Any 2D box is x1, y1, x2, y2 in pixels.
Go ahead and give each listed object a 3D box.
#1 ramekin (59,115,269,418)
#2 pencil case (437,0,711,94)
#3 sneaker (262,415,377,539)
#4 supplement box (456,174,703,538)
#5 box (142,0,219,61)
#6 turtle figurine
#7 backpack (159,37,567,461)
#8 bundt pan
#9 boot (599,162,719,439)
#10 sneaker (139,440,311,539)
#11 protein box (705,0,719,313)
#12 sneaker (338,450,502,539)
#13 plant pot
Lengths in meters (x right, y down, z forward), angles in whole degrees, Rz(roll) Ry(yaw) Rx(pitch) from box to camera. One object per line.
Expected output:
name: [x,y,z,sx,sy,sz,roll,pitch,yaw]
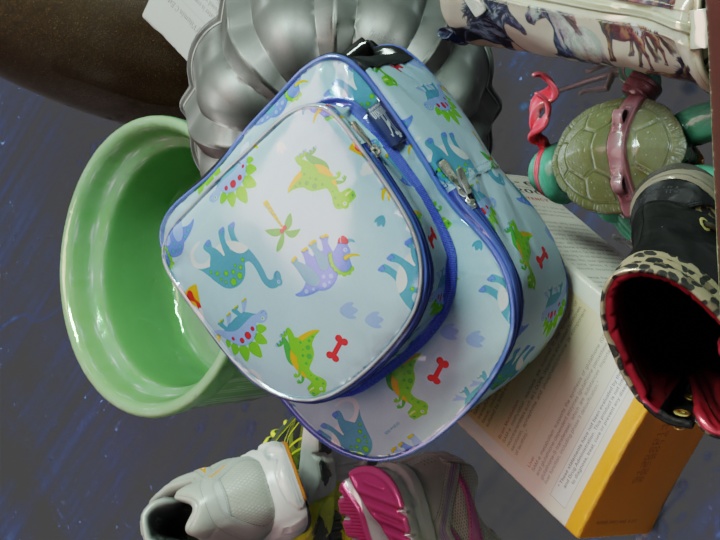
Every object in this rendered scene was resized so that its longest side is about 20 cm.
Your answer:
ramekin: [-0.107,-0.001,1.567,0.199,0.097,0.202,-3,86,46]
pencil case: [0.129,-0.146,1.255,0.199,0.089,0.078,17,116,42]
sneaker: [-0.032,0.114,1.500,0.084,0.074,0.201,25,106,44]
supplement box: [0.112,0.046,1.352,0.200,0.073,0.127,44,118,37]
box: [-0.027,-0.203,1.486,0.152,0.106,0.201,47,120,36]
turtle figurine: [0.166,-0.058,1.289,0.199,0.100,0.151,-3,92,38]
backpack: [0.000,0.000,1.280,0.183,0.147,0.200,-43,84,25]
bundt pan: [-0.014,-0.087,1.399,0.076,0.201,0.203,-85,21,-64]
boot: [0.195,0.048,1.168,0.073,0.151,0.201,-33,96,24]
sneaker: [-0.105,0.160,1.482,0.200,0.091,0.076,132,124,-61]
protein box: [0.275,-0.035,1.092,0.134,0.198,0.202,-5,84,42]
sneaker: [0.054,0.198,1.406,0.081,0.088,0.201,17,123,48]
plant pot: [-0.202,-0.195,1.602,0.186,0.199,0.188,-3,85,46]
